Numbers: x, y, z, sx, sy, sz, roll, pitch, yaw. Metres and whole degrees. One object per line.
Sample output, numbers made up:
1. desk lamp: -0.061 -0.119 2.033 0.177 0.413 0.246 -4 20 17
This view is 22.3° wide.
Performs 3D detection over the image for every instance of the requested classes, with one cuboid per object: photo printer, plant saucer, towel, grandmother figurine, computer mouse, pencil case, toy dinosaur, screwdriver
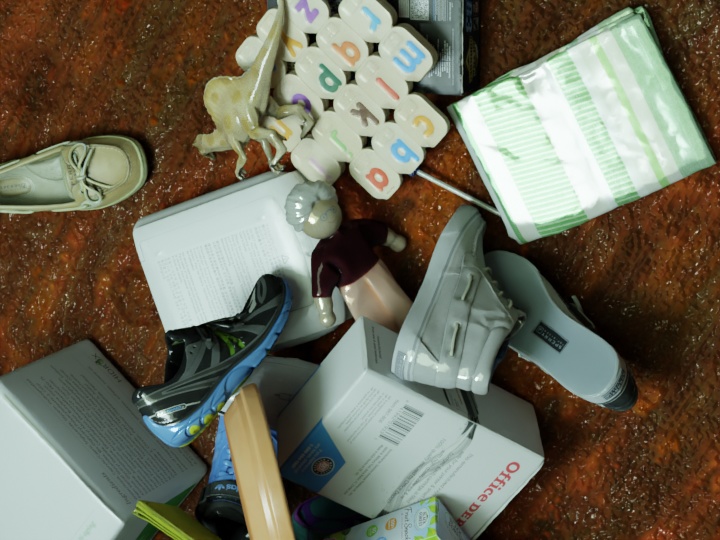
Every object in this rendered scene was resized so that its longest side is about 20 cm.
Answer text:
1. photo printer: -0.107 -0.001 1.759 0.199 0.069 0.167 -19 93 28
2. plant saucer: -0.086 0.201 1.610 0.037 0.200 0.201 -14 97 -6
3. towel: -0.117 0.272 1.681 0.200 0.086 0.018 32 90 26
4. grandmother figurine: 0.000 0.000 1.681 0.060 0.121 0.200 -21 111 47
5. computer mouse: -0.059 0.122 1.713 0.199 0.044 0.110 13 93 -16
6. pencil case: -0.016 0.323 1.781 0.085 0.092 0.201 -150 55 -67
7. towel: 0.191 -0.122 1.604 0.199 0.023 0.153 -25 92 25
8. toy dinosaur: -0.097 -0.146 1.669 0.101 0.058 0.200 40 131 5
9. screwdriver: 0.065 -0.083 1.677 0.199 0.029 0.028 30 114 18

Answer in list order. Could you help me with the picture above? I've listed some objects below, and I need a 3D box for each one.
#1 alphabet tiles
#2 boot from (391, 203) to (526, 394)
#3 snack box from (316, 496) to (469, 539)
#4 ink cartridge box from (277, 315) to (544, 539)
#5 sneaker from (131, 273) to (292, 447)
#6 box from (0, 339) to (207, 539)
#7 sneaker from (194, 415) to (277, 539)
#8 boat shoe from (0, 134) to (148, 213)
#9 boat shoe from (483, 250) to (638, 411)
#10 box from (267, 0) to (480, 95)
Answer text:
1. alphabet tiles: -0.016 -0.164 1.656 0.196 0.015 0.200 43 130 1
2. boot: 0.101 0.029 1.609 0.095 0.201 0.074 16 141 10
3. snack box: 0.056 0.308 1.693 0.142 0.053 0.200 -24 125 19
4. ink cartridge box: 0.044 0.153 1.656 0.199 0.084 0.145 28 120 -22
5. sneaker: -0.130 0.068 1.640 0.083 0.200 0.071 41 148 -1
6. box: -0.307 0.219 1.853 0.200 0.171 0.199 45 117 11
7. sneaker: -0.110 0.185 1.757 0.076 0.111 0.201 13 122 -5
8. boat shoe: -0.306 -0.092 1.841 0.200 0.063 0.074 -4 100 28
9. boat shoe: 0.174 0.055 1.628 0.199 0.068 0.074 37 91 39
10. box: 0.010 -0.263 1.651 0.198 0.050 0.201 6 106 26
